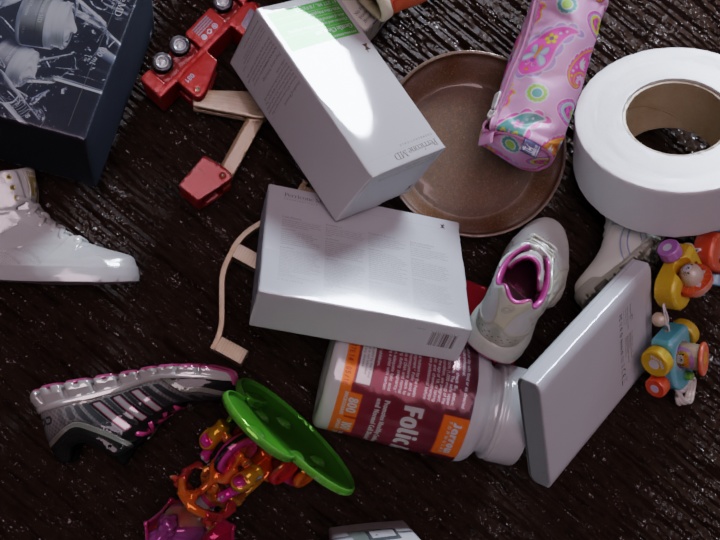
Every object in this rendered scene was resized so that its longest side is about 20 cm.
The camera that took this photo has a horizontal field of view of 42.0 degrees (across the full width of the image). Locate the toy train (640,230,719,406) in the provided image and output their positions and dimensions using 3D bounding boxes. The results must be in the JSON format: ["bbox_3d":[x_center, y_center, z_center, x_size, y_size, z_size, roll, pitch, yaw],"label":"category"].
[{"bbox_3d":[0.350,0.040,0.954,0.150,0.055,0.201,16,84,-44],"label":"toy train"}]

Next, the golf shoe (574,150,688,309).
[{"bbox_3d":[0.283,-0.044,0.996,0.200,0.078,0.097,-42,65,-11],"label":"golf shoe"}]

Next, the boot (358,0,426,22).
[{"bbox_3d":[0.002,-0.342,0.924,0.107,0.075,0.200,-36,88,-8],"label":"boot"}]

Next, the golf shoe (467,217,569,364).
[{"bbox_3d":[0.170,0.002,0.924,0.075,0.092,0.200,26,47,8],"label":"golf shoe"}]

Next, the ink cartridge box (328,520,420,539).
[{"bbox_3d":[0.019,0.312,0.839,0.084,0.200,0.146,-4,82,-4],"label":"ink cartridge box"}]

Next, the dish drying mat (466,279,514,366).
[{"bbox_3d":[0.076,0.037,0.976,0.199,0.018,0.077,20,79,-3],"label":"dish drying mat"}]

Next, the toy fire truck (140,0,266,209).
[{"bbox_3d":[-0.145,-0.179,0.966,0.141,0.049,0.200,42,79,0],"label":"toy fire truck"}]

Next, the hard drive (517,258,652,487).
[{"bbox_3d":[0.223,0.096,0.905,0.200,0.026,0.132,-39,132,-33],"label":"hard drive"}]

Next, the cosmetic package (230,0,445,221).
[{"bbox_3d":[-0.024,-0.161,0.915,0.107,0.085,0.200,-27,77,-38],"label":"cosmetic package"}]

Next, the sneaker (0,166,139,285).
[{"bbox_3d":[-0.313,-0.044,0.916,0.199,0.074,0.116,5,85,-4],"label":"sneaker"}]

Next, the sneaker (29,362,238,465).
[{"bbox_3d":[-0.213,0.139,0.903,0.199,0.074,0.088,-10,84,-3],"label":"sneaker"}]

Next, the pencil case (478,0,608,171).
[{"bbox_3d":[0.185,-0.202,0.952,0.087,0.087,0.201,22,81,-3],"label":"pencil case"}]

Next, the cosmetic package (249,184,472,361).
[{"bbox_3d":[0.000,0.000,0.894,0.199,0.052,0.151,11,45,-10],"label":"cosmetic package"}]

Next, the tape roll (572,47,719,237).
[{"bbox_3d":[0.319,-0.133,0.955,0.201,0.071,0.203,-5,53,7],"label":"tape roll"}]

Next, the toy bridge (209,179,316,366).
[{"bbox_3d":[-0.103,-0.006,0.957,0.067,0.027,0.201,28,79,-2],"label":"toy bridge"}]

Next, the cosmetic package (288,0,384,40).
[{"bbox_3d":[-0.046,-0.335,0.987,0.200,0.071,0.105,37,79,0],"label":"cosmetic package"}]

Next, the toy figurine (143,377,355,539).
[{"bbox_3d":[-0.127,0.212,0.857,0.184,0.200,0.150,-47,68,1],"label":"toy figurine"}]

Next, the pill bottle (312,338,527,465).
[{"bbox_3d":[0.061,0.120,0.914,0.199,0.114,0.115,14,81,-4],"label":"pill bottle"}]

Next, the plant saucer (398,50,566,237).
[{"bbox_3d":[0.117,-0.132,0.995,0.199,0.037,0.202,1,82,-6],"label":"plant saucer"}]

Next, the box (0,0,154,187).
[{"bbox_3d":[-0.316,-0.210,0.905,0.181,0.104,0.201,15,68,-5],"label":"box"}]
